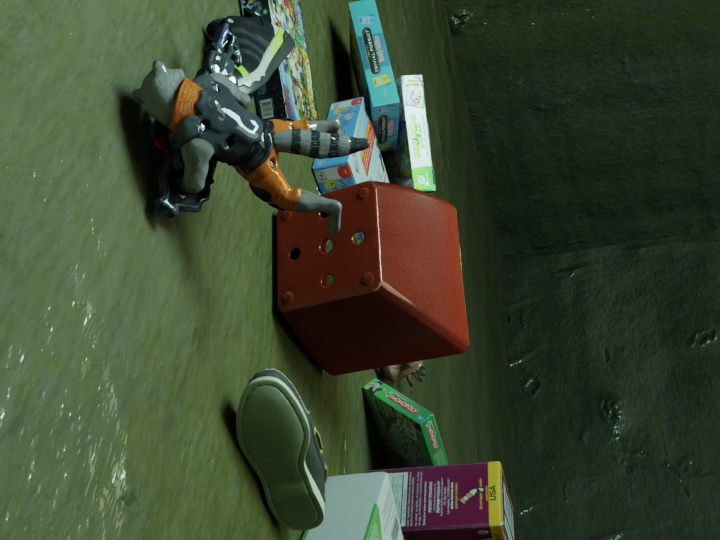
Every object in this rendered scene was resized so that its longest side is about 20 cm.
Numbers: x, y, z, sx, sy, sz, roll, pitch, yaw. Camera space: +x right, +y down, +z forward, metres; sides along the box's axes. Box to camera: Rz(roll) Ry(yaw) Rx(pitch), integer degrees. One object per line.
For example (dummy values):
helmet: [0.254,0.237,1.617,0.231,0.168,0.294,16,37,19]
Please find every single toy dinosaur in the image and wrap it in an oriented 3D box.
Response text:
toy dinosaur: [0.072,0.150,1.377,0.086,0.136,0.200,45,32,17]

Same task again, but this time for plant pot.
plant pot: [0.000,0.000,0.987,0.176,0.199,0.201,32,50,-56]

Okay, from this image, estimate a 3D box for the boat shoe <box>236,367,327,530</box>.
boat shoe: [-0.076,0.172,0.817,0.061,0.071,0.202,-83,166,-56]

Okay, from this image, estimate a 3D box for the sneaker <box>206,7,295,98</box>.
sneaker: [-0.137,-0.219,0.854,0.083,0.072,0.200,40,34,-14]

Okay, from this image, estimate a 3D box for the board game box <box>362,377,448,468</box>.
board game box: [0.079,0.270,1.244,0.029,0.134,0.201,-34,126,-24]

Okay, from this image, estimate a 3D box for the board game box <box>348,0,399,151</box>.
board game box: [0.021,-0.324,1.366,0.151,0.047,0.201,88,-9,-69]

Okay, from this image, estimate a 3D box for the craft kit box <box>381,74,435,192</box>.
craft kit box: [0.071,-0.224,1.448,0.200,0.048,0.199,167,-81,-74]

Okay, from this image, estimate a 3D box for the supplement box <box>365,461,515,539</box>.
supplement box: [0.113,0.355,1.159,0.104,0.199,0.131,-82,158,-45]

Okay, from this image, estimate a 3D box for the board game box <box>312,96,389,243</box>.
board game box: [-0.005,-0.134,1.270,0.201,0.056,0.197,-80,156,-51]

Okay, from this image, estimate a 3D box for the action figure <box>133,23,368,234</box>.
action figure: [-0.098,-0.138,0.711,0.193,0.104,0.201,17,66,-29]

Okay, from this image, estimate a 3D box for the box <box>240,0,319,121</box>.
box: [-0.102,-0.280,1.025,0.137,0.037,0.201,-18,99,-75]

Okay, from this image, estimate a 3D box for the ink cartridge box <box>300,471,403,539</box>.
ink cartridge box: [0.004,0.367,0.968,0.145,0.083,0.201,-58,137,-67]
